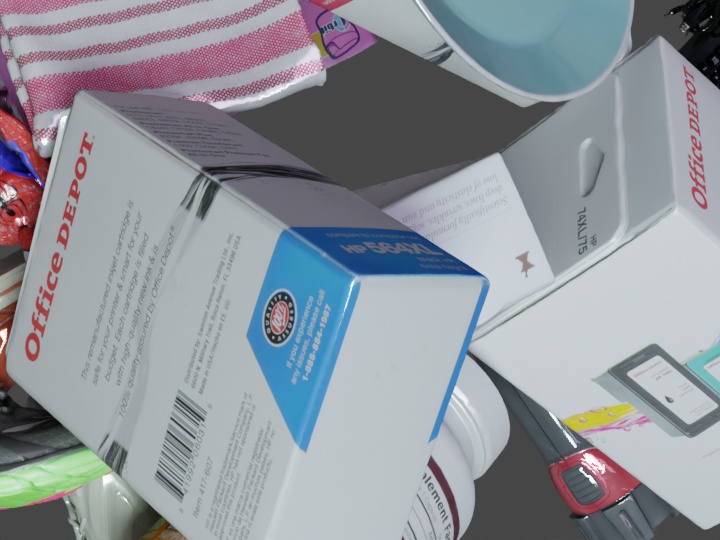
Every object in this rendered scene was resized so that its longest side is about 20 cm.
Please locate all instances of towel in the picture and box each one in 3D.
[{"bbox_3d":[-0.115,-0.161,0.869,0.146,0.030,0.200,-17,76,-12],"label":"towel"}]

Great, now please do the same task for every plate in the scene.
[{"bbox_3d":[0.065,-0.177,0.890,0.200,0.026,0.201,16,66,-41],"label":"plate"}]

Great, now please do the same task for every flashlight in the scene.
[{"bbox_3d":[0.108,0.066,1.028,0.068,0.068,0.200,-36,96,-13],"label":"flashlight"}]

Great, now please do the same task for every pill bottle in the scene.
[{"bbox_3d":[-0.018,0.121,0.872,0.200,0.113,0.113,-43,104,-34],"label":"pill bottle"}]

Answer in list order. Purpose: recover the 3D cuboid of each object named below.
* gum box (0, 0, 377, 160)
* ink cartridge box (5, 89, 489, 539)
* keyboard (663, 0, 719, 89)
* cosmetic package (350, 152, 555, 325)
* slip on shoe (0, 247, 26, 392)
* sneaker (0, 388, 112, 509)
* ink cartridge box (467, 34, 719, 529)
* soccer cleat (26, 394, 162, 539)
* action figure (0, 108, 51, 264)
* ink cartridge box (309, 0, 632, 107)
[{"bbox_3d":[-0.107,-0.125,0.937,0.200,0.066,0.114,-29,97,-24],"label":"gum box"},{"bbox_3d":[-0.058,0.024,0.780,0.084,0.200,0.146,-1,116,-44],"label":"ink cartridge box"},{"bbox_3d":[0.243,-0.142,1.117,0.104,0.040,0.200,49,68,-15],"label":"keyboard"},{"bbox_3d":[0.000,0.000,0.903,0.102,0.200,0.074,-26,96,-24],"label":"cosmetic package"},{"bbox_3d":[-0.124,-0.001,0.920,0.200,0.074,0.061,-31,104,-18],"label":"slip on shoe"},{"bbox_3d":[-0.203,0.070,0.844,0.200,0.077,0.084,1,83,-2],"label":"sneaker"},{"bbox_3d":[0.175,0.009,0.973,0.200,0.146,0.147,37,36,-26],"label":"ink cartridge box"},{"bbox_3d":[-0.118,0.148,0.913,0.078,0.069,0.200,-36,98,-4],"label":"soccer cleat"},{"bbox_3d":[-0.206,-0.077,0.845,0.065,0.099,0.200,-37,88,6],"label":"action figure"},{"bbox_3d":[0.051,-0.193,0.963,0.200,0.084,0.145,22,60,-39],"label":"ink cartridge box"}]
